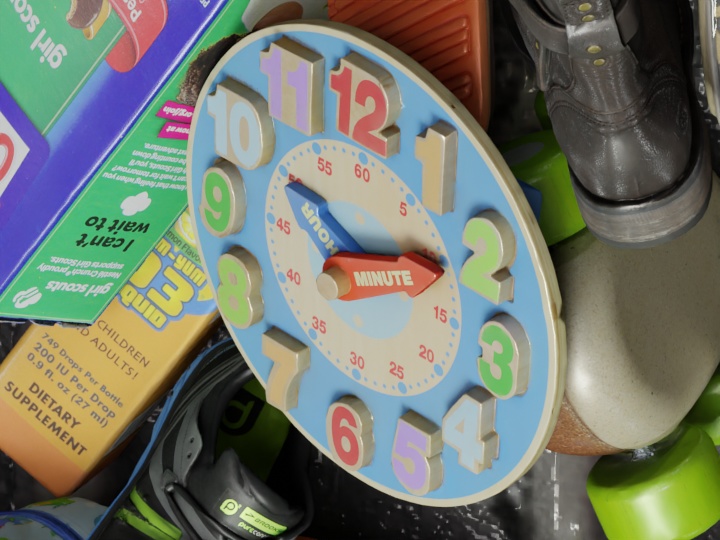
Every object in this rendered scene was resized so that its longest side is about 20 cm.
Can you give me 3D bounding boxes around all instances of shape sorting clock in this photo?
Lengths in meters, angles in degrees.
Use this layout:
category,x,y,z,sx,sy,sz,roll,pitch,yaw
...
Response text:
category,x,y,z,sx,sy,sz,roll,pitch,yaw
shape sorting clock,0.000,0.000,0.978,0.200,0.039,0.200,24,125,39

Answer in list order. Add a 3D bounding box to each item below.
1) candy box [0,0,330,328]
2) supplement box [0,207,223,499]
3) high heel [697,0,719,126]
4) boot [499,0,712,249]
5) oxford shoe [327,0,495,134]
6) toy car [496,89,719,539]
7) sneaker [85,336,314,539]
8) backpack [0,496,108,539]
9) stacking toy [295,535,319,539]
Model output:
category,x,y,z,sx,sy,sz,roll,pitch,yaw
candy box,-0.119,-0.103,1.080,0.200,0.077,0.169,-51,56,25
supplement box,-0.092,0.007,1.144,0.067,0.069,0.200,40,112,4
high heel,0.206,-0.076,0.968,0.142,0.071,0.200,-8,140,16
boot,0.075,-0.122,0.893,0.069,0.200,0.174,-19,137,5
oxford shoe,0.030,-0.130,1.015,0.071,0.073,0.200,-19,69,31
toy car,0.051,0.023,1.060,0.200,0.158,0.164,-13,110,35
sneaker,-0.069,0.111,1.063,0.071,0.200,0.083,31,157,-18
backpack,-0.159,0.186,1.155,0.200,0.154,0.163,-30,78,34
stacking toy,0.042,0.185,1.133,0.200,0.146,0.146,0,106,1
